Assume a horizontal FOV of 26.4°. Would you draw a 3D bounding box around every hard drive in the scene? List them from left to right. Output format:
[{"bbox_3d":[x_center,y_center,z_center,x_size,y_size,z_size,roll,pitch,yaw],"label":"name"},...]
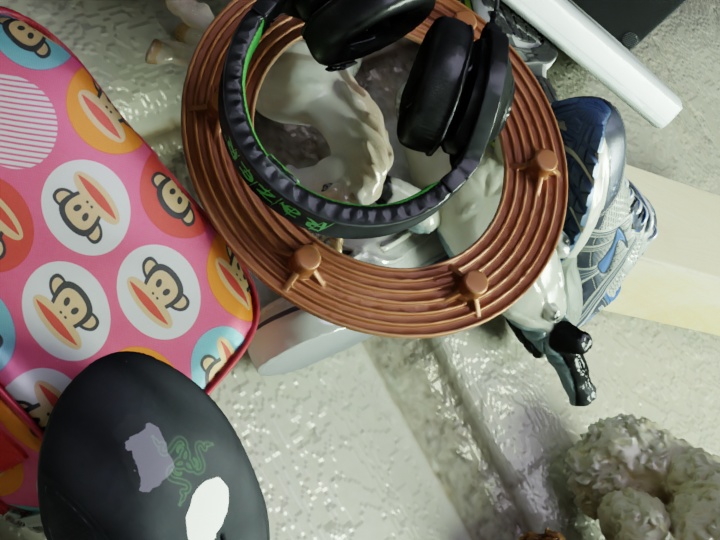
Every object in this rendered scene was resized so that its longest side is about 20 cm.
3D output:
[{"bbox_3d":[0.119,-0.180,1.023,0.200,0.027,0.132,33,16,-29],"label":"hard drive"}]

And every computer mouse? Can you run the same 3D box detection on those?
[{"bbox_3d":[-0.065,0.120,0.628,0.139,0.053,0.200,-48,133,-37],"label":"computer mouse"}]

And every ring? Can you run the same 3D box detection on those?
[{"bbox_3d":[0.013,-0.063,0.732,0.200,0.019,0.201,8,66,-19],"label":"ring"}]

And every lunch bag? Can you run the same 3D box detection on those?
[{"bbox_3d":[-0.151,0.004,0.648,0.200,0.082,0.176,52,42,-14],"label":"lunch bag"}]

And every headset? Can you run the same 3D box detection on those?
[{"bbox_3d":[0.021,-0.100,0.714,0.123,0.094,0.200,43,74,1],"label":"headset"}]

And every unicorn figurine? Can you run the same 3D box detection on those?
[{"bbox_3d":[-0.038,-0.099,0.787,0.137,0.074,0.200,24,42,-2],"label":"unicorn figurine"}]

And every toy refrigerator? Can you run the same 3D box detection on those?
[{"bbox_3d":[0.209,-0.010,1.041,0.200,0.070,0.076,12,54,-43],"label":"toy refrigerator"}]

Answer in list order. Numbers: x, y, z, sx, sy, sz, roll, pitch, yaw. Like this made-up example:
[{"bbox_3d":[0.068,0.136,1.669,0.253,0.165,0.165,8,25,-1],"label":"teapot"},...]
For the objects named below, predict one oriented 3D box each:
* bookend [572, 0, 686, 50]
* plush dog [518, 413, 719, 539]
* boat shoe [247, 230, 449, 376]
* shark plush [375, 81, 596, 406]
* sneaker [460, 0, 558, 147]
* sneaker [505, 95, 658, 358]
[{"bbox_3d":[0.155,-0.289,1.070,0.200,0.092,0.199,38,36,-14],"label":"bookend"},{"bbox_3d":[0.176,0.194,0.858,0.172,0.160,0.200,-38,97,-22],"label":"plush dog"},{"bbox_3d":[0.000,0.000,0.817,0.200,0.072,0.066,-23,83,-50],"label":"boat shoe"},{"bbox_3d":[0.085,-0.019,0.838,0.200,0.091,0.083,47,1,-13],"label":"shark plush"},{"bbox_3d":[0.073,-0.114,0.956,0.074,0.081,0.200,38,27,-17],"label":"sneaker"},{"bbox_3d":[0.128,-0.036,0.876,0.085,0.200,0.077,-25,61,-19],"label":"sneaker"}]
